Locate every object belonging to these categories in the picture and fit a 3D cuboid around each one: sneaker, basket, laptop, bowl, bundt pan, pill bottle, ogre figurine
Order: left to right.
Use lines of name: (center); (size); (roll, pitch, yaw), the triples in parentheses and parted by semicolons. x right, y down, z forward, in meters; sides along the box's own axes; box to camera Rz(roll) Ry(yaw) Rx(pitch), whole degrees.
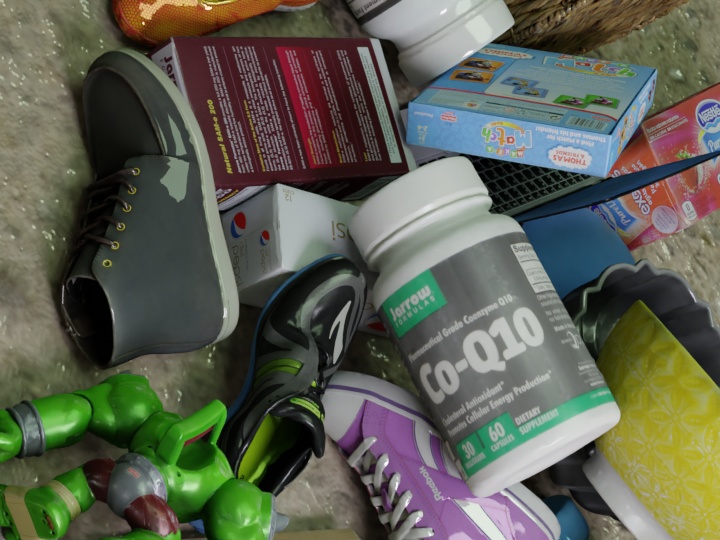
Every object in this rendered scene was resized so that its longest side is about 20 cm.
sneaker: (-0.150, -0.042, 1.078); (0.106, 0.074, 0.202); (-16, 85, -48)
ogre figurine: (-0.125, 0.133, 0.989); (0.120, 0.199, 0.099); (-35, 139, -40)
sneaker: (-0.088, -0.210, 1.205); (0.199, 0.077, 0.074); (-25, 91, -36)
sneaker: (-0.042, 0.083, 1.092); (0.071, 0.082, 0.201); (44, 64, -35)
pill bottle: (0.028, -0.250, 1.307); (0.116, 0.116, 0.201); (-40, 100, -45)
sneaker: (0.033, 0.158, 1.142); (0.200, 0.073, 0.115); (36, 55, 3)
pill bottle: (0.077, 0.035, 1.121); (0.112, 0.113, 0.201); (-14, 71, -45)
laptop: (0.144, -0.102, 1.302); (0.186, 0.116, 0.200); (-20, 61, -46)
basket: (0.190, -0.276, 1.409); (0.142, 0.199, 0.151); (-7, 76, -43)
bundt pan: (0.199, 0.097, 1.299); (0.200, 0.075, 0.204); (11, 72, -39)
bowl: (0.217, 0.130, 1.169); (0.200, 0.107, 0.200); (49, 5, -6)

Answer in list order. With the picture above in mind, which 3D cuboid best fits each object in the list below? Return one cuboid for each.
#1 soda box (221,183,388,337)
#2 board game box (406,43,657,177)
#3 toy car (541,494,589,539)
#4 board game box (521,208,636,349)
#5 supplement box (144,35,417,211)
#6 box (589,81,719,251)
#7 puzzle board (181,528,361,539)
soda box: (0.000, 0.000, 1.206); (0.199, 0.068, 0.064); (14, 62, -39)
board game box: (0.134, -0.127, 1.299); (0.200, 0.150, 0.037); (-47, 145, -61)
toy car: (0.198, 0.257, 1.186); (0.185, 0.199, 0.177); (57, 45, -9)
board game box: (0.156, 0.047, 1.356); (0.158, 0.039, 0.201); (38, 57, -27)
supplement box: (-0.059, -0.103, 1.201); (0.199, 0.061, 0.110); (-6, 76, -45)
box: (0.275, -0.093, 1.481); (0.199, 0.099, 0.096); (-27, 91, -45)
puzzle board: (-0.048, 0.214, 1.038); (0.198, 0.018, 0.151); (3, 30, -38)
